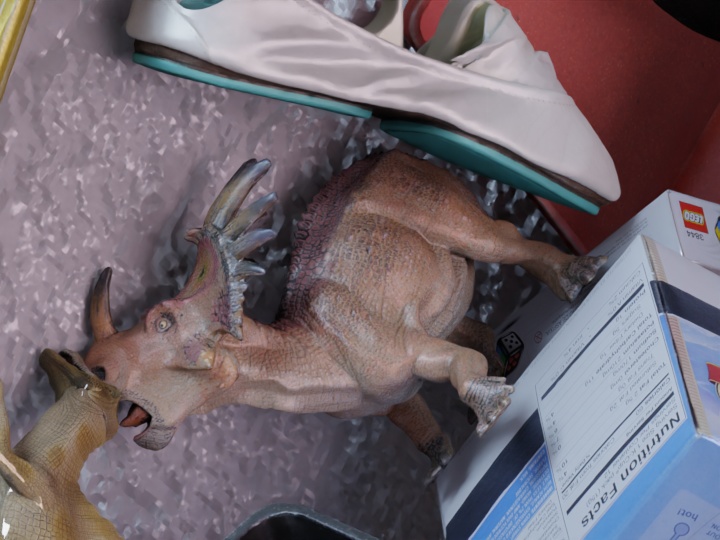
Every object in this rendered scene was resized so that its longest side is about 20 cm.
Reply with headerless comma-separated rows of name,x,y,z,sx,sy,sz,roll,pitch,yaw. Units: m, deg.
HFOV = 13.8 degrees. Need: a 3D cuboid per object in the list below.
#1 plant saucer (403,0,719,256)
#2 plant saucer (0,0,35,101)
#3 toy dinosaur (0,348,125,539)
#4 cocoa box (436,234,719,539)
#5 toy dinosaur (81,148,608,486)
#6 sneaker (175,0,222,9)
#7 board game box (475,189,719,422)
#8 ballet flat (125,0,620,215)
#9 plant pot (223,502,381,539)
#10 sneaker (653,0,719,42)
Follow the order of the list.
plant saucer,0.104,-0.105,1.166,0.200,0.037,0.200,49,62,-36
plant saucer,-0.164,-0.107,0.890,0.200,0.048,0.200,28,75,-44
toy dinosaur,-0.112,0.103,0.928,0.101,0.058,0.200,25,60,-34
cocoa box,0.147,0.108,1.039,0.200,0.131,0.133,28,115,-19
toy dinosaur,0.000,0.000,1.050,0.135,0.086,0.200,39,40,1
sneaker,-0.033,-0.176,0.973,0.091,0.078,0.200,49,36,-22
board game box,0.156,0.034,1.148,0.200,0.126,0.035,14,52,-33
ballet flat,0.015,-0.075,1.031,0.200,0.069,0.070,17,82,-27
plant pot,0.000,0.222,0.908,0.200,0.199,0.178,-42,135,-32
sneaker,0.184,-0.139,1.174,0.201,0.067,0.108,18,77,-45
